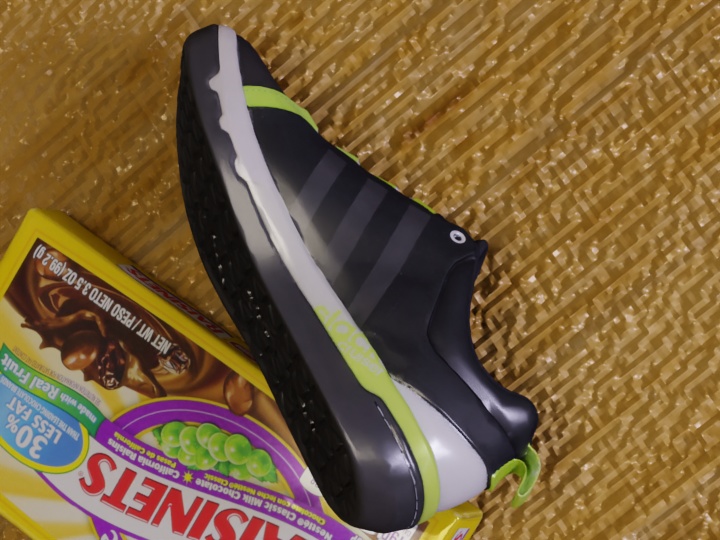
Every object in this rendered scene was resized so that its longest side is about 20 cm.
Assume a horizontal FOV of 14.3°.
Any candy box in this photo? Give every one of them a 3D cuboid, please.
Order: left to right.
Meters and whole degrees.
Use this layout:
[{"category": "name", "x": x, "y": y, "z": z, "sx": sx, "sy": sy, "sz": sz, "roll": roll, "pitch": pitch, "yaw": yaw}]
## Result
[{"category": "candy box", "x": -0.063, "y": 0.072, "z": 1.012, "sx": 0.200, "sy": 0.026, "sz": 0.102, "roll": 34, "pitch": 103, "yaw": 21}]

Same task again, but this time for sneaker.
[{"category": "sneaker", "x": 0.000, "y": 0.000, "z": 0.979, "sx": 0.083, "sy": 0.072, "sz": 0.200, "roll": -18, "pitch": 67, "yaw": -17}]
